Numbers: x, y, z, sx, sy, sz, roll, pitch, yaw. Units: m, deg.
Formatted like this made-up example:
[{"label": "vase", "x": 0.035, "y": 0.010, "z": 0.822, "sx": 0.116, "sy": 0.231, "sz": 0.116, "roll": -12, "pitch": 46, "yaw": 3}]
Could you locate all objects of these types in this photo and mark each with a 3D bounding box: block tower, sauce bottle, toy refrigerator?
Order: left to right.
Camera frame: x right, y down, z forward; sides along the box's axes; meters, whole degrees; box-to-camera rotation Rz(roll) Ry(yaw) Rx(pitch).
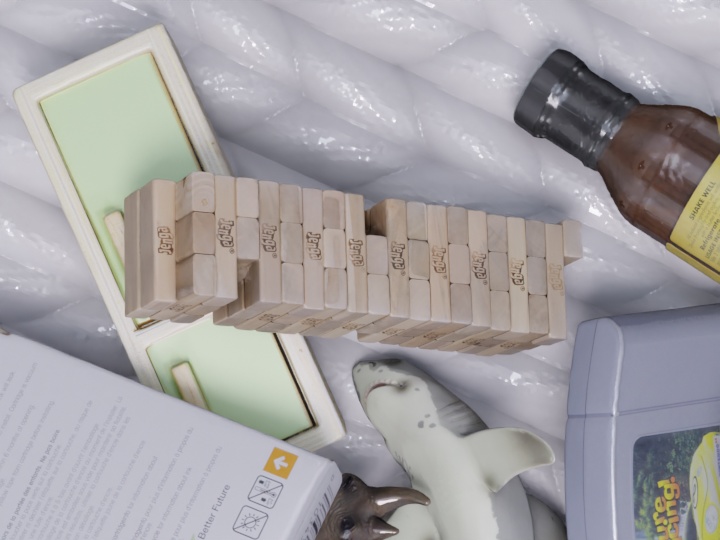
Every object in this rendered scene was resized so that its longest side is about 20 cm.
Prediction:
[{"label": "toy refrigerator", "x": -0.080, "y": -0.003, "z": 0.981, "sx": 0.076, "sy": 0.070, "sz": 0.201, "roll": -24, "pitch": 89, "yaw": -1}, {"label": "block tower", "x": 0.000, "y": 0.000, "z": 0.943, "sx": 0.199, "sy": 0.054, "sz": 0.058, "roll": 5, "pitch": 75, "yaw": -27}, {"label": "sauce bottle", "x": 0.160, "y": -0.032, "z": 0.974, "sx": 0.200, "sy": 0.065, "sz": 0.065, "roll": 34, "pitch": 89, "yaw": 12}]

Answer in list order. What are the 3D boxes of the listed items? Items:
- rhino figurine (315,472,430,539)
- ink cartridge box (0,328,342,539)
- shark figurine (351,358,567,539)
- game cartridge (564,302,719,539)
[{"label": "rhino figurine", "x": -0.053, "y": 0.154, "z": 0.948, "sx": 0.200, "sy": 0.060, "sz": 0.088, "roll": -32, "pitch": 54, "yaw": 1}, {"label": "ink cartridge box", "x": -0.138, "y": 0.134, "z": 0.906, "sx": 0.199, "sy": 0.047, "sz": 0.198, "roll": 20, "pitch": 71, "yaw": 19}, {"label": "shark figurine", "x": 0.060, "y": 0.143, "z": 0.972, "sx": 0.128, "sy": 0.089, "sz": 0.215, "roll": -9, "pitch": 80, "yaw": 42}, {"label": "game cartridge", "x": 0.151, "y": 0.116, "z": 0.963, "sx": 0.133, "sy": 0.041, "sz": 0.201, "roll": -6, "pitch": 89, "yaw": -32}]
